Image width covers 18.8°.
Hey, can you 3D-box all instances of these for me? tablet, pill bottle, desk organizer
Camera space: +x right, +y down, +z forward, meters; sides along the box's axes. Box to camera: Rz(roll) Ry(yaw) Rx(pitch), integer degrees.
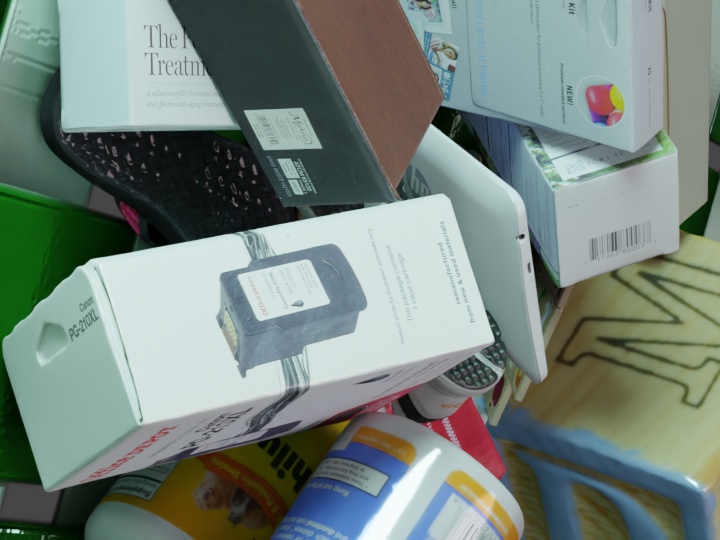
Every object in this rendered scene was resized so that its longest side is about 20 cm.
[{"bbox_3d":[0.041,-0.032,1.235,0.014,0.200,0.131,-26,130,-19],"label":"tablet"},{"bbox_3d":[-0.010,0.182,1.116,0.201,0.111,0.112,-55,143,-21],"label":"pill bottle"},{"bbox_3d":[-0.034,-0.131,1.058,0.201,0.071,0.077,62,42,-36],"label":"desk organizer"},{"bbox_3d":[-0.077,0.130,1.197,0.200,0.109,0.110,-53,143,-29],"label":"pill bottle"}]

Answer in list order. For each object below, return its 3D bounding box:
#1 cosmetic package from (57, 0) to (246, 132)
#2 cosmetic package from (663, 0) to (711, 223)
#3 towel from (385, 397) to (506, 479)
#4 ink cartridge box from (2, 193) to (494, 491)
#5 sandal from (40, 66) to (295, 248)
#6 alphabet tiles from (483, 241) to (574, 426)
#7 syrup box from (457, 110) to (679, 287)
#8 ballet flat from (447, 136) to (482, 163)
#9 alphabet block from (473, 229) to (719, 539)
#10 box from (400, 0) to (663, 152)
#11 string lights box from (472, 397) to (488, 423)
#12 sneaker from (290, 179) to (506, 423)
[{"bbox_3d":[-0.073,-0.148,1.108,0.199,0.051,0.152,-7,94,-56],"label":"cosmetic package"},{"bbox_3d":[0.180,-0.133,1.482,0.073,0.103,0.202,-36,131,-43],"label":"cosmetic package"},{"bbox_3d":[0.016,0.153,1.322,0.201,0.022,0.145,-54,140,-27],"label":"towel"},{"bbox_3d":[-0.059,0.037,1.079,0.198,0.145,0.085,-11,77,-30],"label":"ink cartridge box"},{"bbox_3d":[-0.102,-0.048,1.151,0.200,0.045,0.076,41,64,-40],"label":"sandal"},{"bbox_3d":[0.119,-0.005,1.413,0.167,0.006,0.201,-96,-153,-70],"label":"alphabet tiles"},{"bbox_3d":[0.116,-0.092,1.304,0.078,0.201,0.082,-17,134,-9],"label":"syrup box"},{"bbox_3d":[0.068,-0.003,1.404,0.068,0.062,0.201,-54,143,-31],"label":"ballet flat"},{"bbox_3d":[0.211,0.107,1.544,0.200,0.195,0.196,-53,147,-29],"label":"alphabet block"},{"bbox_3d":[0.073,-0.162,1.212,0.041,0.199,0.157,-36,132,-43],"label":"box"},{"bbox_3d":[-0.001,0.151,1.370,0.201,0.059,0.103,-63,146,-16],"label":"string lights box"},{"bbox_3d":[0.000,0.000,1.225,0.073,0.201,0.080,-18,160,-36],"label":"sneaker"}]
